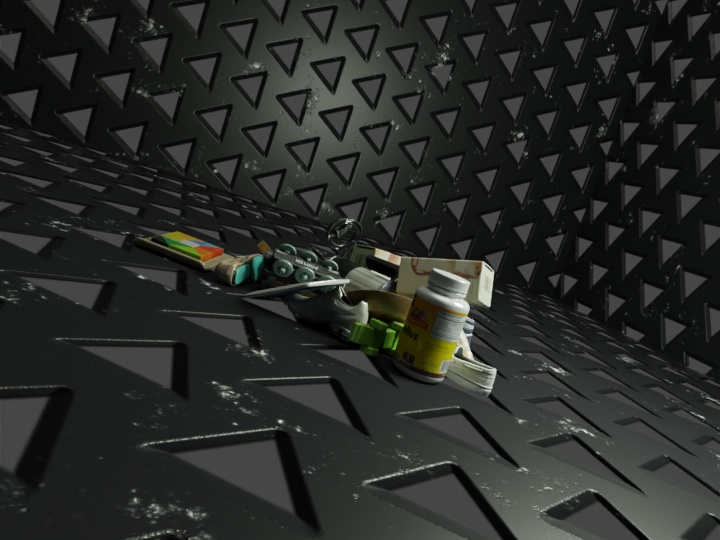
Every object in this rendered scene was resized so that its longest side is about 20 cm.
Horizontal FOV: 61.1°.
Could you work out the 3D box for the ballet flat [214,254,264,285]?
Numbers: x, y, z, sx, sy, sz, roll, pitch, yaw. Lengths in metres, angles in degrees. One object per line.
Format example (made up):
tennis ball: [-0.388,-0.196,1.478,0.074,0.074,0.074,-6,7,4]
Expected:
ballet flat: [-0.275,-0.008,1.406,0.066,0.069,0.200,14,5,12]

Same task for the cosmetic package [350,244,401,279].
cosmetic package: [0.074,-0.002,1.681,0.199,0.088,0.103,18,-4,-41]

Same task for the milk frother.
milk frother: [0.000,0.000,1.462,0.187,0.181,0.201,25,-23,37]

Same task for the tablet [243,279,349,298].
tablet: [-0.133,0.037,1.259,0.198,0.014,0.129,-11,-4,41]

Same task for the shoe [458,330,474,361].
shoe: [0.195,0.151,1.343,0.053,0.070,0.201,14,35,-35]

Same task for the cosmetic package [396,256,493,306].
cosmetic package: [0.195,0.025,1.403,0.198,0.088,0.103,4,-10,26]

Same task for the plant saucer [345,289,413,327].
plant saucer: [0.047,0.100,1.309,0.197,0.036,0.201,11,-25,5]

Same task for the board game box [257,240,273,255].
board game box: [-0.212,-0.013,1.525,0.096,0.030,0.200,61,-7,-23]

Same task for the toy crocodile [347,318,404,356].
toy crocodile: [0.041,0.133,1.227,0.061,0.068,0.199,22,5,40]

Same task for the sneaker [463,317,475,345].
sneaker: [0.172,0.124,1.435,0.198,0.110,0.070,20,8,1]

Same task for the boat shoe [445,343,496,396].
boat shoe: [0.187,0.180,1.242,0.199,0.066,0.073,27,12,29]

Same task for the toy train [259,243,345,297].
toy train: [-0.136,0.018,1.392,0.198,0.115,0.086,20,37,-14]

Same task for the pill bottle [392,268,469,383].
pill bottle: [0.140,0.104,1.170,0.108,0.202,0.109,19,8,-3]

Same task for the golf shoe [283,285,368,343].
golf shoe: [-0.067,0.071,1.268,0.198,0.098,0.078,21,10,23]

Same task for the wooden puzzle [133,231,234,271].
wooden puzzle: [-0.415,-0.054,1.465,0.183,0.038,0.200,20,8,6]
